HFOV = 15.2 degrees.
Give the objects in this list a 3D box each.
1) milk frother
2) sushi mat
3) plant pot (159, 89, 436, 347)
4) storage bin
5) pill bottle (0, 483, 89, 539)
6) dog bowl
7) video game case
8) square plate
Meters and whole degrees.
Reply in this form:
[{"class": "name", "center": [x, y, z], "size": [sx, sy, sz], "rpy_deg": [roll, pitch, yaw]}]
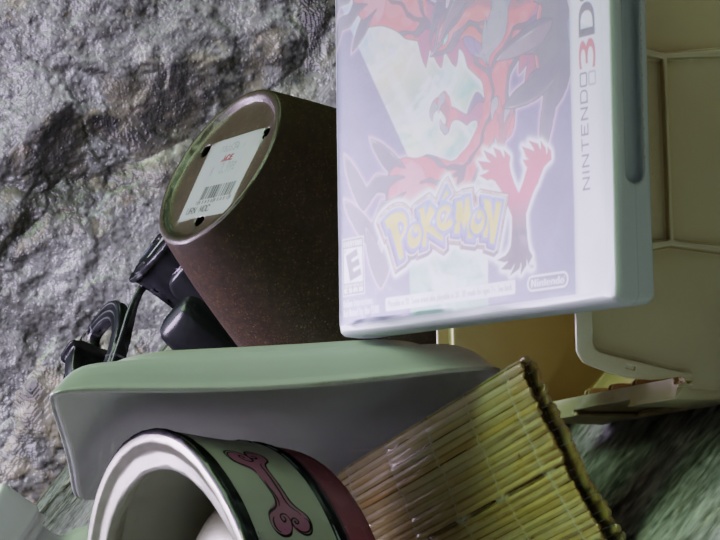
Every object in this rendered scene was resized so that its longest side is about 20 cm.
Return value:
[{"class": "milk frother", "center": [-0.084, 0.057, 1.843], "size": [0.200, 0.188, 0.181], "rpy_deg": [-42, 10, 49]}, {"class": "sushi mat", "center": [0.049, 0.110, 1.220], "size": [0.012, 0.096, 0.200], "rpy_deg": [-22, -8, -30]}, {"class": "plant pot", "center": [0.000, 0.000, 1.394], "size": [0.187, 0.200, 0.187], "rpy_deg": [-38, 32, 29]}, {"class": "storage bin", "center": [0.104, -0.035, 1.215], "size": [0.200, 0.093, 0.200], "rpy_deg": [157, 113, -73]}, {"class": "pill bottle", "center": [-0.132, 0.203, 1.390], "size": [0.111, 0.200, 0.111], "rpy_deg": [-50, 8, 9]}, {"class": "dog bowl", "center": [-0.052, 0.168, 1.218], "size": [0.074, 0.201, 0.200], "rpy_deg": [-6, -17, -29]}, {"class": "video game case", "center": [0.051, -0.069, 1.141], "size": [0.200, 0.023, 0.183], "rpy_deg": [-9, 80, 56]}, {"class": "square plate", "center": [-0.041, 0.070, 1.266], "size": [0.198, 0.199, 0.029], "rpy_deg": [97, 170, -71]}]
